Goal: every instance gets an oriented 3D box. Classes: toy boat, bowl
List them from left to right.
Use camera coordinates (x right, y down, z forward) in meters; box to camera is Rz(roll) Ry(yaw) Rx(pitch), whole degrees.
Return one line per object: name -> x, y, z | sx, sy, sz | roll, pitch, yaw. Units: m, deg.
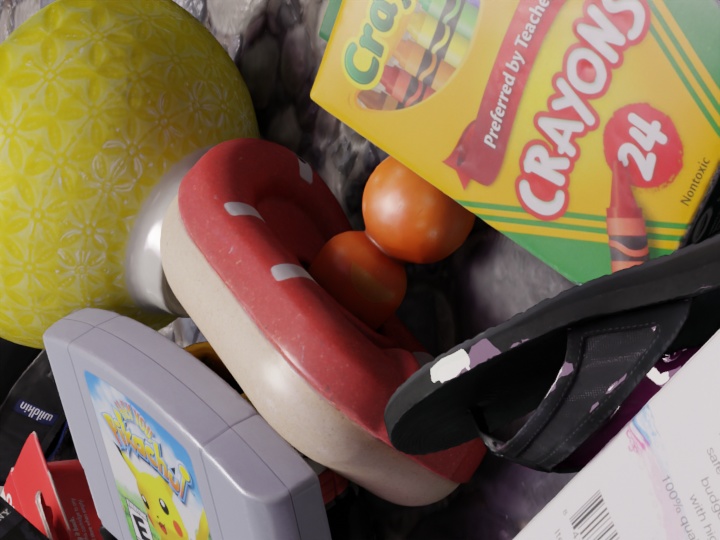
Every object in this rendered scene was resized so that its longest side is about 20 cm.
bowl -> -0.111, -0.035, 0.941 | 0.107, 0.199, 0.202 | 29, 117, 29
toy boat -> 0.000, 0.000, 0.827 | 0.131, 0.130, 0.200 | -49, 44, 7

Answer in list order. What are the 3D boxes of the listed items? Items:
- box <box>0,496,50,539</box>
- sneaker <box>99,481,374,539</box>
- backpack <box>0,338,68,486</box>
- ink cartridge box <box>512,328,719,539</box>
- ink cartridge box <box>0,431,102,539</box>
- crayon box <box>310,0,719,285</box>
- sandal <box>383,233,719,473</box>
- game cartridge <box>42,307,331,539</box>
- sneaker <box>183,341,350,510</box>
box -> -0.169, 0.244, 1.074 | 0.200, 0.036, 0.144 | 39, 130, 14
sneaker -> -0.070, 0.148, 0.948 | 0.199, 0.087, 0.077 | -18, 75, 57
backpack -> -0.267, 0.052, 1.182 | 0.155, 0.198, 0.192 | -98, 18, -48
ink cartridge box -> 0.146, 0.106, 0.598 | 0.200, 0.085, 0.149 | -52, 50, 43
ink cartridge box -> -0.192, 0.203, 1.168 | 0.117, 0.067, 0.201 | 62, 140, 34
crayon box -> 0.061, -0.088, 0.690 | 0.199, 0.051, 0.128 | 36, 124, 24
sandal -> 0.093, 0.033, 0.628 | 0.199, 0.075, 0.048 | -25, 65, 26
game cartridge -> -0.080, 0.097, 0.846 | 0.199, 0.040, 0.134 | 29, 135, 47
sneaker -> -0.072, 0.065, 0.932 | 0.200, 0.078, 0.083 | 17, 134, 60
